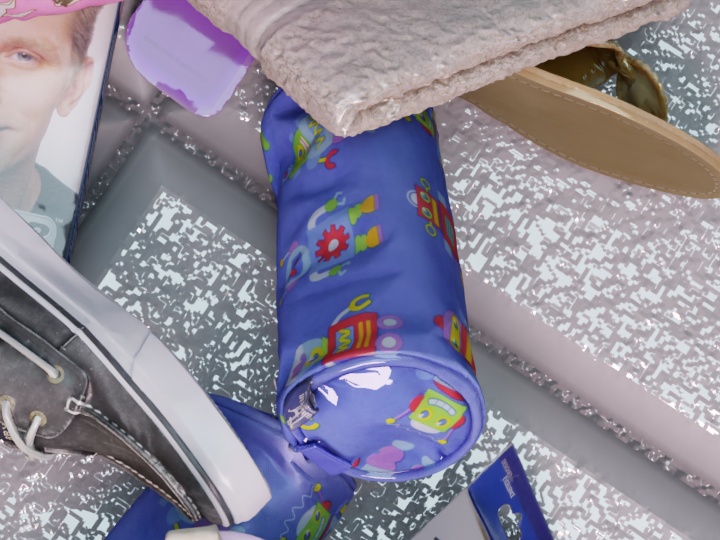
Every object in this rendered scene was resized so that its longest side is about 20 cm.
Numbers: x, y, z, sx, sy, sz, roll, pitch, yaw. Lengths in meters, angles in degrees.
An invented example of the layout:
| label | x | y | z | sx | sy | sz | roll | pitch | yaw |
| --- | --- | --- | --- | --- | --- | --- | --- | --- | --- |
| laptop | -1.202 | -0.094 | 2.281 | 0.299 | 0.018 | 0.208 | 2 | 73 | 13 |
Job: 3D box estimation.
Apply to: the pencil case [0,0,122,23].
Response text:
| label | x | y | z | sx | sy | sz | roll | pitch | yaw |
| --- | --- | --- | --- | --- | --- | --- | --- | --- | --- |
| pencil case | -0.075 | -0.156 | 1.065 | 0.199 | 0.083 | 0.087 | -14 | 102 | 7 |

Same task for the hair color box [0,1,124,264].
| label | x | y | z | sx | sy | sz | roll | pitch | yaw |
| --- | --- | --- | --- | --- | --- | --- | --- | --- | --- |
| hair color box | -0.165 | -0.050 | 1.130 | 0.100 | 0.061 | 0.201 | 11 | 78 | -5 |

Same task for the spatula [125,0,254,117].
| label | x | y | z | sx | sy | sz | roll | pitch | yaw |
| --- | --- | --- | --- | --- | --- | --- | --- | --- | --- |
| spatula | -0.035 | -0.163 | 1.185 | 0.056 | 0.021 | 0.200 | 34 | 76 | -5 |

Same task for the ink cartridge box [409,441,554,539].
| label | x | y | z | sx | sy | sz | roll | pitch | yaw |
| --- | --- | --- | --- | --- | --- | --- | --- | --- | --- |
| ink cartridge box | 0.014 | 0.169 | 1.088 | 0.200 | 0.100 | 0.039 | -44 | 54 | -12 |

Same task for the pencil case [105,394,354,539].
| label | x | y | z | sx | sy | sz | roll | pitch | yaw |
| --- | --- | --- | --- | --- | --- | --- | --- | --- | --- |
| pencil case | -0.087 | 0.144 | 1.086 | 0.087 | 0.078 | 0.200 | 28 | 76 | 32 |

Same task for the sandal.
| label | x | y | z | sx | sy | sz | roll | pitch | yaw |
| --- | --- | --- | --- | --- | --- | --- | --- | --- | --- |
| sandal | 0.072 | -0.100 | 1.160 | 0.211 | 0.078 | 0.070 | 18 | 73 | 4 |

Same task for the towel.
| label | x | y | z | sx | sy | sz | roll | pitch | yaw |
| --- | --- | --- | --- | --- | --- | --- | --- | --- | --- |
| towel | 0.033 | -0.127 | 1.128 | 0.200 | 0.035 | 0.133 | -23 | 48 | -29 |

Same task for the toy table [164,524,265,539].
| label | x | y | z | sx | sy | sz | roll | pitch | yaw |
| --- | --- | --- | --- | --- | --- | --- | --- | --- | --- |
| toy table | -0.052 | 0.190 | 0.965 | 0.183 | 0.117 | 0.201 | -17 | 76 | -2 |

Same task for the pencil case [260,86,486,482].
| label | x | y | z | sx | sy | sz | roll | pitch | yaw |
| --- | --- | --- | --- | --- | --- | --- | --- | --- | --- |
| pencil case | 0.000 | 0.000 | 1.084 | 0.087 | 0.078 | 0.200 | -29 | 39 | 20 |

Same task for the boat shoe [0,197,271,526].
| label | x | y | z | sx | sy | sz | roll | pitch | yaw |
| --- | --- | --- | --- | --- | --- | --- | --- | --- | --- |
| boat shoe | -0.122 | 0.043 | 1.042 | 0.200 | 0.072 | 0.071 | 40 | 72 | 22 |
